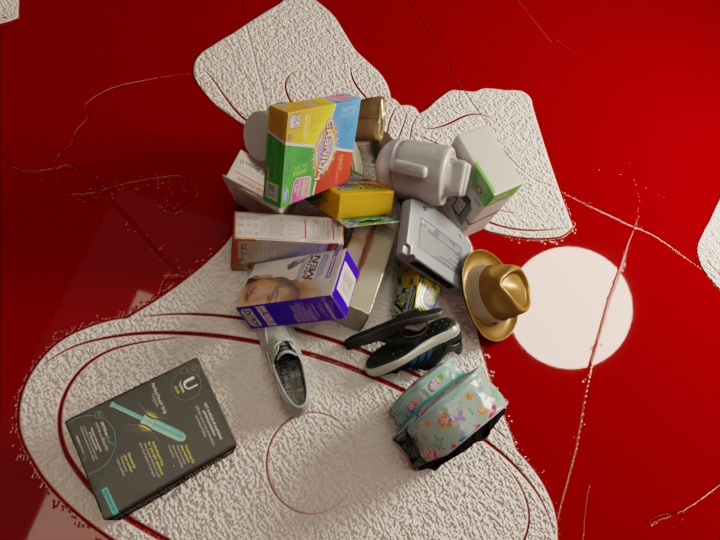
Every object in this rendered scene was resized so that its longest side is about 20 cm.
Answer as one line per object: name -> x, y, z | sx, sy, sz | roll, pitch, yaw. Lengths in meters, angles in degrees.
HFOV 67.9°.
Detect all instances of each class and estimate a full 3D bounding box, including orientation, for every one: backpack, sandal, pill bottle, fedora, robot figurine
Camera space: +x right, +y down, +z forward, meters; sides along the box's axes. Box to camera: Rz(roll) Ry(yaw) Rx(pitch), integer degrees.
backpack -> 0.150, 0.243, 0.917 | 0.176, 0.200, 0.152 | -29, 77, -24
sandal -> 0.066, 0.116, 0.986 | 0.197, 0.075, 0.049 | -22, 92, 18
pill bottle -> -0.115, -0.246, 0.970 | 0.111, 0.111, 0.199 | 52, 34, 10
fedora -> 0.284, 0.042, 1.071 | 0.198, 0.081, 0.205 | 17, 66, -40
robot figurine -> 0.112, -0.192, 1.041 | 0.196, 0.169, 0.115 | 13, 97, 19

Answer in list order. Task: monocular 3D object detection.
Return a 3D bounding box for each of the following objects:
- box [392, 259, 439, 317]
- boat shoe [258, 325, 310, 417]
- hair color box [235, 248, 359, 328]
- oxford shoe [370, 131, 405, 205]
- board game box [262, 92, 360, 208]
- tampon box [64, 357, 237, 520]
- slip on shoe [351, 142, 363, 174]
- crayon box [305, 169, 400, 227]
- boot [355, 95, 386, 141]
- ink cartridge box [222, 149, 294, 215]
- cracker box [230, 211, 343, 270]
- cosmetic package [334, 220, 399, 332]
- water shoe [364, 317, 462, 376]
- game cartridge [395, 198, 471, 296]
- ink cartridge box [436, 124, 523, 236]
box -> 0.118, 0.000, 1.079 | 0.064, 0.070, 0.204 | 24, 60, -32
boat shoe -> -0.130, 0.154, 0.946 | 0.069, 0.072, 0.204 | -13, 68, -20
hair color box -> -0.110, 0.033, 0.936 | 0.196, 0.065, 0.111 | -10, 42, 26
oxford shoe -> 0.089, -0.237, 1.176 | 0.072, 0.085, 0.202 | -25, 74, -22
board game box -> -0.079, -0.206, 0.896 | 0.040, 0.156, 0.199 | 25, 33, 24
tampon box -> -0.311, 0.257, 0.819 | 0.197, 0.127, 0.152 | -25, 76, -25
slip on shoe -> -0.039, -0.264, 1.167 | 0.060, 0.074, 0.204 | -21, 77, 10
crayon box -> -0.025, -0.145, 1.022 | 0.124, 0.053, 0.199 | -9, 30, -33
boot -> -0.052, -0.274, 1.103 | 0.196, 0.066, 0.179 | 1, 78, 15
ink cartridge box -> -0.180, -0.151, 0.989 | 0.116, 0.200, 0.068 | 28, 82, -3
cracker box -> -0.140, -0.048, 0.998 | 0.196, 0.134, 0.059 | 3, 65, -15
cosmetic package -> 0.000, 0.000, 1.036 | 0.086, 0.104, 0.203 | 21, 61, -3
water shoe -> 0.106, 0.165, 1.008 | 0.197, 0.072, 0.080 | -25, 113, -4
game cartridge -> 0.146, -0.048, 1.046 | 0.198, 0.041, 0.136 | 31, 52, -36
ink cartridge box -> 0.232, -0.179, 1.126 | 0.083, 0.201, 0.147 | -23, 74, -21
